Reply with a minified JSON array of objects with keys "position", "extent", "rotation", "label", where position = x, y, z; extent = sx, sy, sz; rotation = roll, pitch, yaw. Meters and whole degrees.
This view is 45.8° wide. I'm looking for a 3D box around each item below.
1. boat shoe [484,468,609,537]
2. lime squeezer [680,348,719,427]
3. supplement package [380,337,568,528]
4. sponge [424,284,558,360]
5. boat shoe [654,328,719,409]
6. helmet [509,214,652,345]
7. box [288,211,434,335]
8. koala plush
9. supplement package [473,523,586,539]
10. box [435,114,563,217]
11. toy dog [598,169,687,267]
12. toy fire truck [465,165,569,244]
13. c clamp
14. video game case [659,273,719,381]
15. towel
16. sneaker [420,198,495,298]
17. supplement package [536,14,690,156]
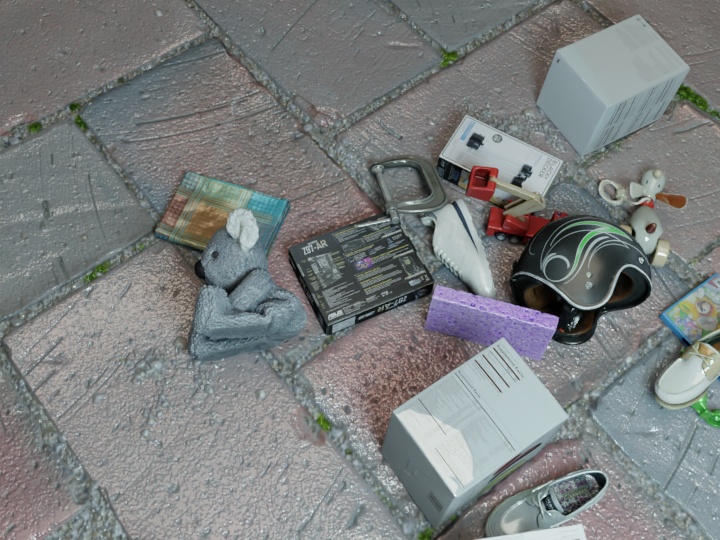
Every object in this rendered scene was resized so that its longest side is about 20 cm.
[{"position":[0.275,0.340,1.248],"extent":[0.200,0.072,0.070],"rotation":[-21,65,-15],"label":"boat shoe"},{"position":[0.566,0.220,1.367],"extent":[0.071,0.038,0.200],"rotation":[-12,56,-46],"label":"lime squeezer"},{"position":[0.156,0.237,1.228],"extent":[0.200,0.191,0.147],"rotation":[-31,68,-19],"label":"supplement package"},{"position":[0.206,0.084,1.363],"extent":[0.199,0.112,0.030],"rotation":[16,60,5],"label":"sponge"},{"position":[0.540,0.143,1.351],"extent":[0.200,0.069,0.075],"rotation":[-32,49,-24],"label":"boat shoe"},{"position":[0.361,0.005,1.379],"extent":[0.191,0.200,0.200],"rotation":[-41,71,-19],"label":"helmet"},{"position":[0.000,0.000,1.432],"extent":[0.200,0.044,0.160],"rotation":[-22,65,-16],"label":"box"},{"position":[-0.188,0.017,1.337],"extent":[0.183,0.177,0.200],"rotation":[-6,67,-19],"label":"koala plush"},{"position":[0.208,0.422,1.124],"extent":[0.155,0.200,0.111],"rotation":[-6,62,-8],"label":"supplement package"},{"position":[0.251,-0.186,1.546],"extent":[0.200,0.060,0.117],"rotation":[29,63,11],"label":"box"},{"position":[0.507,-0.107,1.501],"extent":[0.131,0.096,0.200],"rotation":[0,61,-5],"label":"toy dog"},{"position":[0.273,-0.103,1.455],"extent":[0.199,0.141,0.049],"rotation":[13,61,3],"label":"toy fire truck"},{"position":[0.065,-0.146,1.498],"extent":[0.170,0.027,0.200],"rotation":[-5,40,-2],"label":"c clamp"},{"position":[0.622,0.113,1.433],"extent":[0.143,0.018,0.200],"rotation":[-31,68,-20],"label":"video game case"},{"position":[-0.237,-0.091,1.478],"extent":[0.199,0.022,0.147],"rotation":[17,60,5],"label":"towel"},{"position":[0.170,-0.026,1.453],"extent":[0.080,0.076,0.200],"rotation":[-19,59,-2],"label":"sneaker"},{"position":[0.468,-0.346,1.600],"extent":[0.200,0.151,0.152],"rotation":[-26,67,-18],"label":"supplement package"}]
